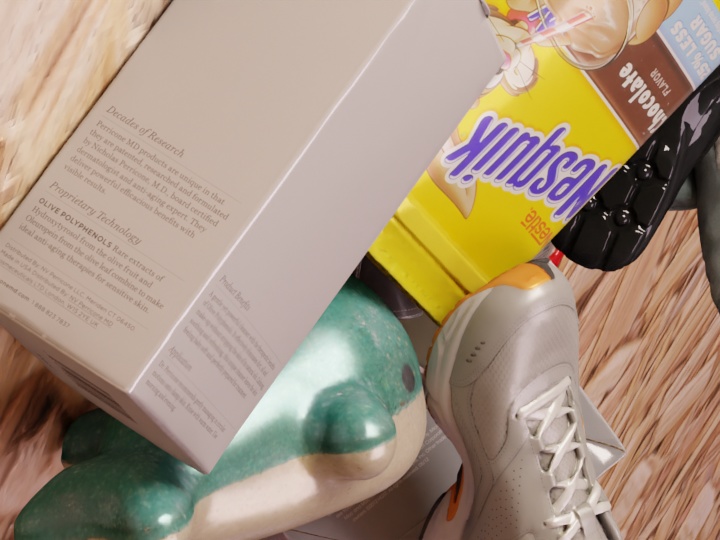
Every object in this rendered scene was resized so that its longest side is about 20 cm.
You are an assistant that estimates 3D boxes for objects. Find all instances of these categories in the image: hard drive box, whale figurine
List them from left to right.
[{"bbox_3d":[-0.059,0.055,1.138,0.200,0.159,0.104,-28,110,-54],"label":"whale figurine"},{"bbox_3d":[0.021,0.112,1.378,0.156,0.077,0.200,-37,-178,-15],"label":"hard drive box"}]

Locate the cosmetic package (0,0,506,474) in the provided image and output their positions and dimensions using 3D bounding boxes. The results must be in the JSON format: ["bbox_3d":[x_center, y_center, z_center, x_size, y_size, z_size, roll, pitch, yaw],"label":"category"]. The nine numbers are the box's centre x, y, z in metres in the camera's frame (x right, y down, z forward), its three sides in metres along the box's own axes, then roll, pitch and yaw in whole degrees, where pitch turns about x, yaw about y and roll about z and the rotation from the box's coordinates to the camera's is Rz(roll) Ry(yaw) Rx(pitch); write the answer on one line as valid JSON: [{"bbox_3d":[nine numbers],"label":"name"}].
[{"bbox_3d":[-0.041,-0.038,1.044,0.200,0.085,0.108,-55,157,-11],"label":"cosmetic package"}]

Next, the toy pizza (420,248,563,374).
[{"bbox_3d":[0.081,-0.005,1.591,0.200,0.032,0.200,-51,164,-21],"label":"toy pizza"}]

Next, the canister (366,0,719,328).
[{"bbox_3d":[0.065,-0.084,1.171,0.200,0.087,0.149,-46,143,0],"label":"canister"}]

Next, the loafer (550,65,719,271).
[{"bbox_3d":[0.143,-0.093,1.292,0.201,0.068,0.070,-61,-179,9],"label":"loafer"}]

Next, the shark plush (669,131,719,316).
[{"bbox_3d":[0.161,-0.056,1.331,0.083,0.200,0.091,-36,147,5],"label":"shark plush"}]

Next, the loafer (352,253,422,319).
[{"bbox_3d":[0.000,0.000,1.281,0.200,0.072,0.073,-63,163,20],"label":"loafer"}]

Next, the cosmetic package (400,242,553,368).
[{"bbox_3d":[0.065,-0.060,1.361,0.105,0.071,0.200,-31,150,-56],"label":"cosmetic package"}]

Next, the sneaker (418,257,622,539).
[{"bbox_3d":[0.079,0.087,1.195,0.076,0.092,0.200,-25,135,-28],"label":"sneaker"}]
